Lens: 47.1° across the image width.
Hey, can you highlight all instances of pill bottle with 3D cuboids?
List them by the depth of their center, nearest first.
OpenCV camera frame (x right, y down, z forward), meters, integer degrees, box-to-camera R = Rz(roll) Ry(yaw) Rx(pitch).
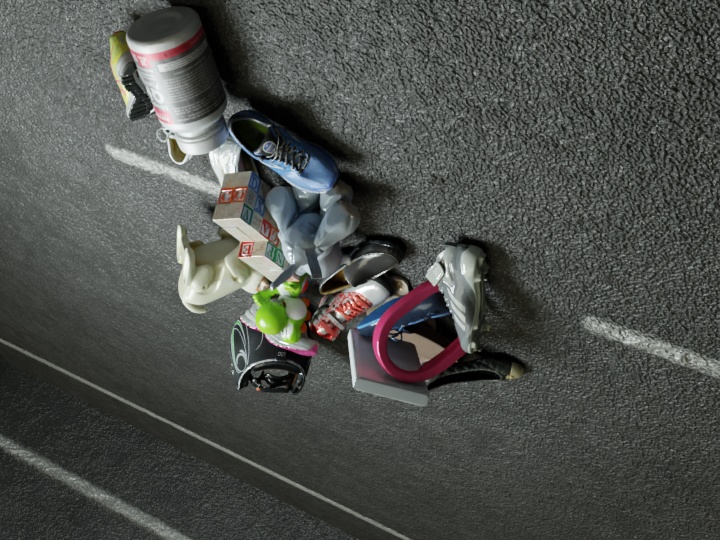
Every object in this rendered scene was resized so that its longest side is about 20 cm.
[{"bbox_3d":[-0.264,-0.278,1.234,0.110,0.111,0.201,14,139,28],"label":"pill bottle"}]

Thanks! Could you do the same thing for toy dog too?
[{"bbox_3d":[-0.254,0.002,1.629,0.140,0.198,0.196,-133,44,-61],"label":"toy dog"}]

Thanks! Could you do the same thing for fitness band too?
[{"bbox_3d":[0.114,0.102,1.401,0.144,0.199,0.037,56,171,-19],"label":"fitness band"}]

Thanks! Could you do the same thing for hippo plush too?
[{"bbox_3d":[-0.059,-0.055,1.381,0.158,0.202,0.161,-14,157,13],"label":"hippo plush"}]

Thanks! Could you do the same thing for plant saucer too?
[{"bbox_3d":[0.110,0.146,1.620,0.199,0.035,0.201,23,156,10],"label":"plant saucer"}]

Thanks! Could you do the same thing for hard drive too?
[{"bbox_3d":[0.046,0.168,1.473,0.131,0.200,0.027,15,109,-9],"label":"hard drive"}]

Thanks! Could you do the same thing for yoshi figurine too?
[{"bbox_3d":[-0.151,0.036,1.540,0.111,0.202,0.112,-2,177,5],"label":"yoshi figurine"}]

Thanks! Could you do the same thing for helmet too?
[{"bbox_3d":[-0.194,0.163,1.800,0.198,0.192,0.201,-4,139,-4],"label":"helmet"}]

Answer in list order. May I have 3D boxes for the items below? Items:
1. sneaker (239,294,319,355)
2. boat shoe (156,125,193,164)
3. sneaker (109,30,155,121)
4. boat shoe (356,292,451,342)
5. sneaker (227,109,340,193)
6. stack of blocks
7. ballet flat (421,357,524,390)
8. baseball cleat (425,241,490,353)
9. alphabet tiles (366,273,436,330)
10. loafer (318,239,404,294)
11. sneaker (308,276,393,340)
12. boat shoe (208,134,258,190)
[{"bbox_3d":[-0.152,0.101,1.636,0.199,0.089,0.081,29,180,34],"label":"sneaker"},{"bbox_3d":[-0.300,-0.245,1.369,0.074,0.086,0.202,29,149,2],"label":"boat shoe"},{"bbox_3d":[-0.365,-0.319,1.349,0.091,0.078,0.200,60,163,12],"label":"sneaker"},{"bbox_3d":[0.080,0.088,1.477,0.199,0.084,0.069,-23,107,39],"label":"boat shoe"},{"bbox_3d":[-0.124,-0.180,1.277,0.199,0.079,0.089,29,-168,3],"label":"sneaker"},{"bbox_3d":[-0.167,-0.070,1.412,0.058,0.116,0.200,-1,156,28],"label":"stack of blocks"},{"bbox_3d":[0.206,0.198,1.544,0.198,0.057,0.067,-4,144,4],"label":"ballet flat"},{"bbox_3d":[0.160,0.041,1.360,0.106,0.070,0.202,14,123,24],"label":"baseball cleat"},{"bbox_3d":[0.050,0.064,1.590,0.199,0.015,0.196,18,148,25],"label":"alphabet tiles"},{"bbox_3d":[0.000,0.000,1.465,0.073,0.073,0.199,37,147,-24],"label":"loafer"},{"bbox_3d":[-0.022,0.076,1.548,0.067,0.108,0.201,42,150,-20],"label":"sneaker"},{"bbox_3d":[-0.202,-0.150,1.442,0.064,0.075,0.203,19,143,30],"label":"boat shoe"}]
